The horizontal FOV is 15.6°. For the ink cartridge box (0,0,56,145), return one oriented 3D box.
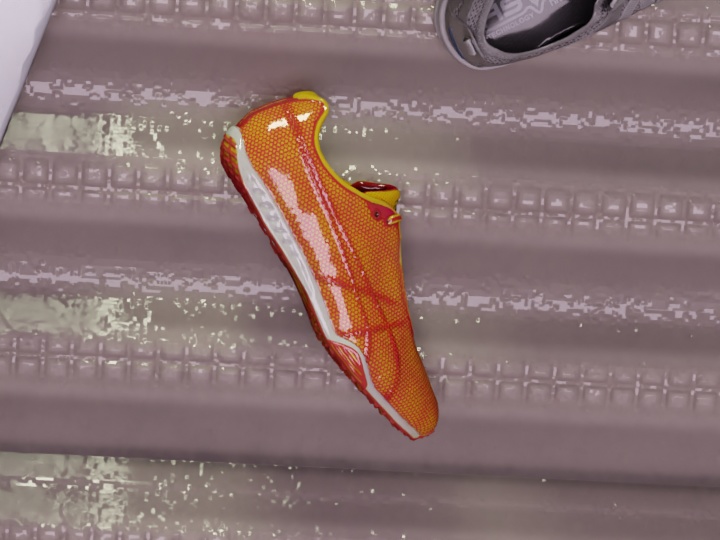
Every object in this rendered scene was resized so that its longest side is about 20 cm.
[{"bbox_3d":[-0.259,-0.141,1.341,0.199,0.041,0.201,21,104,-9],"label":"ink cartridge box"}]

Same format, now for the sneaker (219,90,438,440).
[{"bbox_3d":[0.000,0.000,1.384,0.077,0.073,0.201,-29,109,-6],"label":"sneaker"}]

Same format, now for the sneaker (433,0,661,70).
[{"bbox_3d":[0.133,-0.155,1.340,0.199,0.082,0.075,-33,105,6],"label":"sneaker"}]
